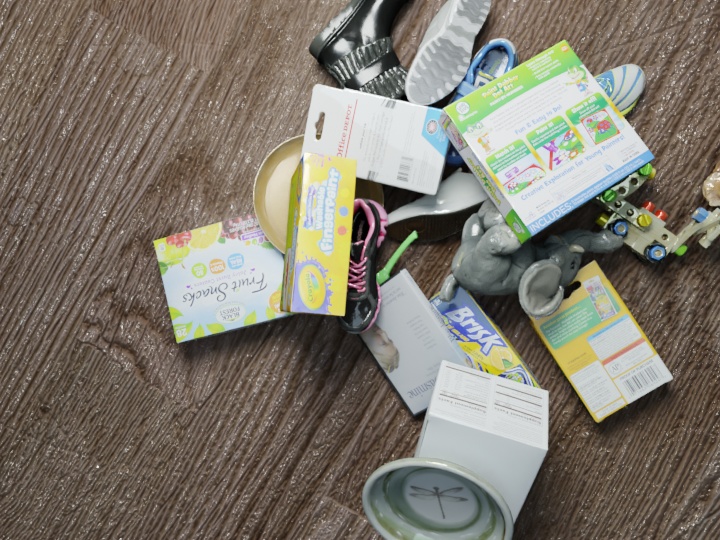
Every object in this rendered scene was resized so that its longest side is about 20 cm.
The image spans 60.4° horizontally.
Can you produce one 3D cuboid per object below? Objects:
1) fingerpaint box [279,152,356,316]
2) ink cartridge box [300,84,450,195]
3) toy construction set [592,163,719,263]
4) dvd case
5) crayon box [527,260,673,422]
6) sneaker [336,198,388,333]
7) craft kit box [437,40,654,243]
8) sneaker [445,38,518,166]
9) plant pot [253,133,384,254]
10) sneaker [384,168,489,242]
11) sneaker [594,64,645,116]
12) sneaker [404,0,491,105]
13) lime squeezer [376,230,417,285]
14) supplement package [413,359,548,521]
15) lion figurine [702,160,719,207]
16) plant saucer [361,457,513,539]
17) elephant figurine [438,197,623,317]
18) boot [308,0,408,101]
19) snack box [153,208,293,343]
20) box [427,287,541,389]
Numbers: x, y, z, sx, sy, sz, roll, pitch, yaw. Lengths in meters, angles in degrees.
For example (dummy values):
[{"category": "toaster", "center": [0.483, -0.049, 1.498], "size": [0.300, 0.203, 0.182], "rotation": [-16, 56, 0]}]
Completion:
[{"category": "fingerpaint box", "center": [-0.060, -0.040, 0.842], "size": [0.073, 0.167, 0.201], "rotation": [5, 85, -12]}, {"category": "ink cartridge box", "center": [0.026, -0.187, 0.879], "size": [0.199, 0.067, 0.116], "rotation": [15, 106, 8]}, {"category": "toy construction set", "center": [0.416, -0.088, 0.882], "size": [0.200, 0.092, 0.131], "rotation": [36, 96, 17]}, {"category": "dvd case", "center": [0.074, 0.113, 0.933], "size": [0.143, 0.018, 0.200], "rotation": [-38, 85, 38]}, {"category": "crayon box", "center": [0.341, 0.101, 0.910], "size": [0.126, 0.052, 0.200], "rotation": [-33, 87, 7]}, {"category": "sneaker", "center": [-0.007, -0.011, 0.882], "size": [0.079, 0.095, 0.201], "rotation": [3, 83, 7]}, {"category": "craft kit box", "center": [0.236, -0.168, 0.797], "size": [0.200, 0.049, 0.198], "rotation": [-30, 83, -10]}, {"category": "sneaker", "center": [0.169, -0.252, 0.914], "size": [0.074, 0.082, 0.201], "rotation": [25, 96, 5]}, {"category": "plant pot", "center": [-0.063, -0.107, 0.945], "size": [0.199, 0.027, 0.201], "rotation": [1, 86, -11]}, {"category": "sneaker", "center": [0.128, -0.103, 0.942], "size": [0.199, 0.073, 0.085], "rotation": [-14, 54, 17]}, {"category": "sneaker", "center": [0.324, -0.229, 0.879], "size": [0.200, 0.105, 0.076], "rotation": [-37, 85, 8]}, {"category": "sneaker", "center": [0.123, -0.324, 0.913], "size": [0.075, 0.082, 0.200], "rotation": [34, 80, -18]}, {"category": "lime squeezer", "center": [0.000, 0.000, 0.958], "size": [0.199, 0.038, 0.071], "rotation": [-15, 106, 20]}, {"category": "supplement package", "center": [0.159, 0.254, 0.868], "size": [0.155, 0.111, 0.201], "rotation": [15, 125, 8]}, {"category": "lion figurine", "center": [0.553, -0.183, 0.873], "size": [0.122, 0.072, 0.201], "rotation": [3, 77, 21]}, {"category": "plant saucer", "center": [0.103, 0.309, 0.822], "size": [0.199, 0.050, 0.201], "rotation": [9, 123, 14]}, {"category": "elephant figurine", "center": [0.239, -0.005, 0.862], "size": [0.199, 0.155, 0.142], "rotation": [27, 53, -15]}, {"category": "boot", "center": [0.043, -0.340, 0.933], "size": [0.211, 0.079, 0.158], "rotation": [-43, 82, 12]}, {"category": "snack box", "center": [-0.206, 0.010, 0.981], "size": [0.199, 0.068, 0.169], "rotation": [-14, 87, 9]}, {"category": "box", "center": [0.183, 0.108, 0.923], "size": [0.064, 0.070, 0.200], "rotation": [-38, 85, 11]}]
